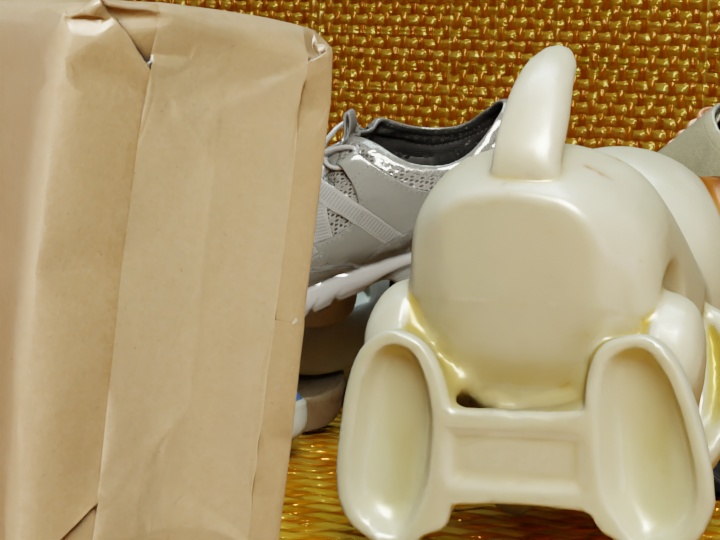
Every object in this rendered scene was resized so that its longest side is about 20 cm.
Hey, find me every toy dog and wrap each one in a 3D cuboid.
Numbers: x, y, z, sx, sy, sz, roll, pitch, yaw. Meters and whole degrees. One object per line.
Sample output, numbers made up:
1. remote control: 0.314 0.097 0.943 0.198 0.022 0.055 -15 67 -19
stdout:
1. toy dog: 0.078 0.010 1.051 0.139 0.194 0.200 -9 6 21
2. toy dog: 0.000 0.000 1.344 0.096 0.132 0.200 39 25 30

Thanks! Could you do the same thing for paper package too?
1. paper package: -0.105 0.003 0.946 0.103 0.191 0.200 5 3 -30

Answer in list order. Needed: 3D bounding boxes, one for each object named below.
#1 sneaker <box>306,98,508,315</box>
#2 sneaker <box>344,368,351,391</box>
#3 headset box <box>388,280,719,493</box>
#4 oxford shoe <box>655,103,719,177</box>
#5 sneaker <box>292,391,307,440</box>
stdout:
1. sneaker: -0.012 -0.033 1.194 0.199 0.082 0.075 -12 26 -2
2. sneaker: 0.060 0.030 1.488 0.115 0.076 0.200 3 1 28
3. headset box: 0.126 0.041 1.257 0.200 0.093 0.174 5 5 29
4. oxford shoe: 0.155 -0.036 1.184 0.071 0.074 0.200 -3 7 -35
5. sneaker: -0.122 0.023 1.218 0.199 0.112 0.077 3 4 7
